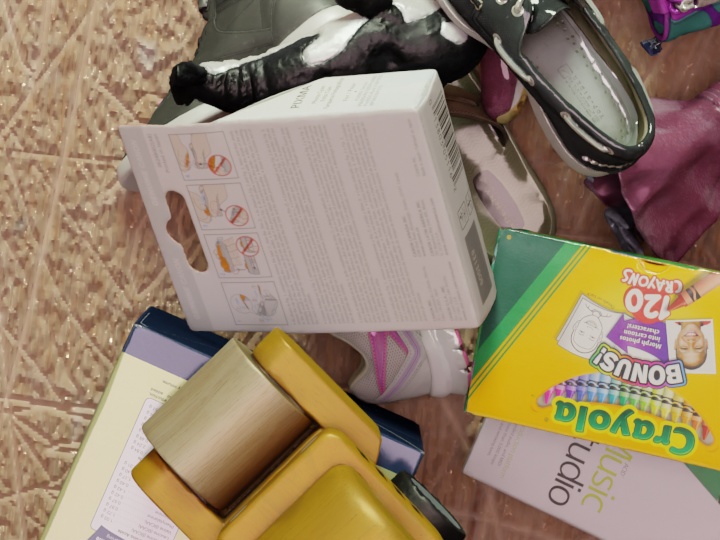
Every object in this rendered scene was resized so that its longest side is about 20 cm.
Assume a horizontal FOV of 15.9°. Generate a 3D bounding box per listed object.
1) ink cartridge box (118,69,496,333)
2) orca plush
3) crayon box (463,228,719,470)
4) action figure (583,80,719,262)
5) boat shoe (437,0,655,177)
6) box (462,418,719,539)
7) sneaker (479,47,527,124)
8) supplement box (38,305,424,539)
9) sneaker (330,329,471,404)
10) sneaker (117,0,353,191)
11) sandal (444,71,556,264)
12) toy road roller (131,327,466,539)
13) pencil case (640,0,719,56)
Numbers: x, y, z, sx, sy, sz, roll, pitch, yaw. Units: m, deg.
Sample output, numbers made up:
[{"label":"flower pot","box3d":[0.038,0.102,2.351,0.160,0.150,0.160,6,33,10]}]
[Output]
[{"label":"ink cartridge box","box3d":[-0.030,-0.038,1.570,0.200,0.047,0.160,-1,125,24]},{"label":"orca plush","box3d":[-0.013,-0.116,1.566,0.200,0.071,0.105,-2,136,-17]},{"label":"crayon box","box3d":[0.174,0.051,1.593,0.200,0.058,0.119,12,93,15]},{"label":"action figure","box3d":[0.234,-0.092,1.651,0.200,0.134,0.149,-34,55,-6]},{"label":"boat shoe","box3d":[0.110,-0.148,1.551,0.076,0.060,0.200,-42,95,-17]},{"label":"box","box3d":[0.183,0.105,1.646,0.200,0.036,0.145,24,96,13]},{"label":"sneaker","box3d":[0.069,-0.193,1.643,0.090,0.075,0.201,1,84,0]},{"label":"supplement box","box3d":[-0.089,0.157,1.635,0.200,0.134,0.200,24,94,-1]},{"label":"sneaker","box3d":[0.000,0.000,1.651,0.088,0.081,0.200,-21,93,0]},{"label":"sneaker","box3d":[-0.090,-0.136,1.655,0.200,0.071,0.099,-38,61,22]},{"label":"sandal","box3d":[0.057,-0.088,1.656,0.080,0.057,0.201,-41,93,3]},{"label":"toy road roller","box3d":[-0.033,0.139,1.493,0.123,0.146,0.200,-44,93,2]},{"label":"pencil case","box3d":[0.267,-0.202,1.627,0.200,0.092,0.085,-15,127,-1]}]
